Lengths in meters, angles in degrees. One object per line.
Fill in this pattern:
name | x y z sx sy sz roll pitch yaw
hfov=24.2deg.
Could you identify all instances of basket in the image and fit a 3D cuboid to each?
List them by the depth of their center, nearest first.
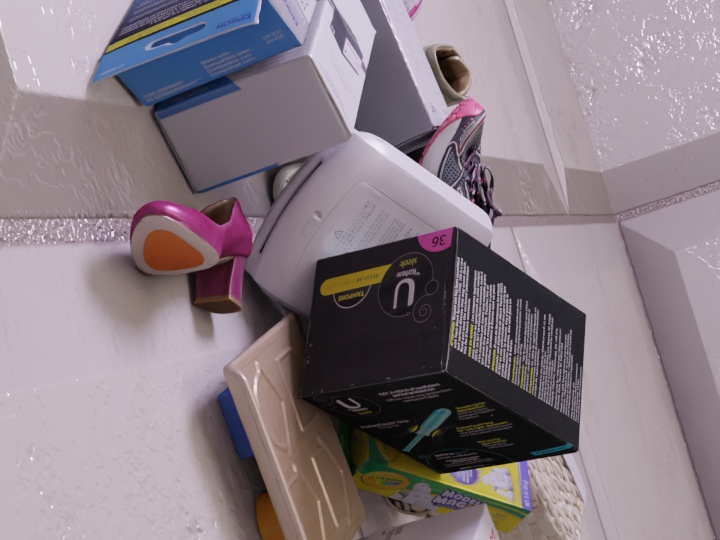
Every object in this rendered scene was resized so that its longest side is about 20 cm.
basket | 0.141 0.217 1.721 0.124 0.134 0.201 -80 148 -52

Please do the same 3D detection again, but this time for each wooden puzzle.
wooden puzzle | -0.059 0.144 1.334 0.200 0.046 0.187 -46 118 -76

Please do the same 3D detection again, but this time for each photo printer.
photo printer | 0.003 -0.023 1.452 0.199 0.167 0.069 30 9 -43

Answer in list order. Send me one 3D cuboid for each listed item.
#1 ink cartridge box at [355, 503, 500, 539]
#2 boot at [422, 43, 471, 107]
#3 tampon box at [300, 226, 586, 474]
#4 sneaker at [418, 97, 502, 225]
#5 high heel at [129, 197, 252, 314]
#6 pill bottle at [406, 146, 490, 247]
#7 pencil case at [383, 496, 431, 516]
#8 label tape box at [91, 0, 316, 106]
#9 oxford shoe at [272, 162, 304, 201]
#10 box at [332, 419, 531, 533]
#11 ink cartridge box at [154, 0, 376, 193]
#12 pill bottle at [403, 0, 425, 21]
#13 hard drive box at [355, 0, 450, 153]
ink cartridge box | 0.063 0.322 1.358 0.202 0.143 0.147 67 19 -13
boot | 0.050 -0.179 1.787 0.200 0.153 0.073 24 50 -67
tampon box | 0.072 0.070 1.383 0.199 0.149 0.128 32 55 -44
sneaker | 0.097 -0.070 1.562 0.081 0.074 0.201 -45 150 -44
high heel | -0.124 -0.040 1.254 0.200 0.067 0.097 45 41 -65
pill bottle | 0.074 -0.042 1.804 0.200 0.111 0.113 53 26 -47
pencil case | 0.058 0.136 1.633 0.201 0.077 0.090 -86 178 -48
label tape box | -0.115 -0.190 1.313 0.201 0.142 0.066 -80 147 -56
oxford shoe | -0.026 -0.056 1.612 0.199 0.057 0.076 17 86 -53
box | 0.058 0.154 1.514 0.198 0.048 0.118 18 46 -21
ink cartridge box | -0.076 -0.167 1.410 0.201 0.144 0.084 -79 146 -57
pill bottle | -0.011 -0.350 1.841 0.200 0.112 0.114 44 33 -57
hard drive box | 0.011 -0.210 1.584 0.202 0.076 0.156 67 11 1
